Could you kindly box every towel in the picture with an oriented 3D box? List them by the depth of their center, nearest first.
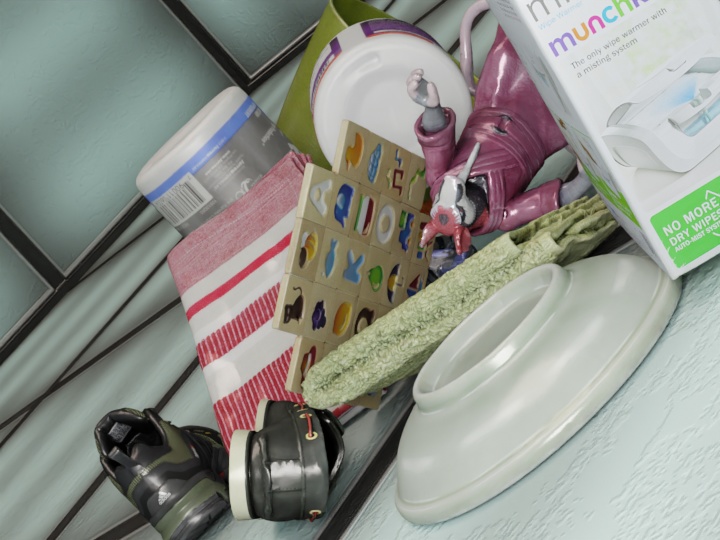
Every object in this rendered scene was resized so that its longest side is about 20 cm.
[{"bbox_3d":[0.064,0.020,1.305,0.199,0.037,0.148,-35,-7,30],"label":"towel"},{"bbox_3d":[-0.063,0.034,1.506,0.144,0.023,0.201,-38,55,28],"label":"towel"}]

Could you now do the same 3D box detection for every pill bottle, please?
[{"bbox_3d":[0.019,-0.124,1.569,0.111,0.112,0.200,-42,10,6],"label":"pill bottle"},{"bbox_3d":[-0.070,-0.035,1.686,0.114,0.200,0.114,-41,10,9],"label":"pill bottle"}]

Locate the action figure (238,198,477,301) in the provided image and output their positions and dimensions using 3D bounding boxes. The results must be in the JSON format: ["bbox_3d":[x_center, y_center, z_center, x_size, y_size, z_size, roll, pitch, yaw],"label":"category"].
[{"bbox_3d":[0.027,0.007,1.542,0.199,0.105,0.194,0,44,38],"label":"action figure"}]

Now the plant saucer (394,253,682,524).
[{"bbox_3d":[0.082,0.049,1.163,0.200,0.050,0.200,-41,10,9],"label":"plant saucer"}]

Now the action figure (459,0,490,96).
[{"bbox_3d":[0.161,-0.195,1.499,0.148,0.135,0.200,-7,1,-15],"label":"action figure"}]

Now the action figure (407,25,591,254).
[{"bbox_3d":[0.087,-0.085,1.412,0.200,0.134,0.149,-54,0,-27],"label":"action figure"}]

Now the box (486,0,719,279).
[{"bbox_3d":[0.145,-0.108,1.169,0.096,0.177,0.200,-30,10,4],"label":"box"}]

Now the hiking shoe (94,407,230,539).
[{"bbox_3d":[-0.142,0.130,1.562,0.076,0.101,0.200,-42,10,-1],"label":"hiking shoe"}]

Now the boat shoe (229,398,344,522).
[{"bbox_3d":[-0.040,0.118,1.338,0.063,0.074,0.201,-3,1,3],"label":"boat shoe"}]

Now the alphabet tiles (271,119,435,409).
[{"bbox_3d":[0.000,0.000,1.362,0.200,0.006,0.168,20,-98,-65],"label":"alphabet tiles"}]

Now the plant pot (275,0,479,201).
[{"bbox_3d":[-0.001,-0.095,1.822,0.201,0.186,0.187,-56,6,16],"label":"plant pot"}]
